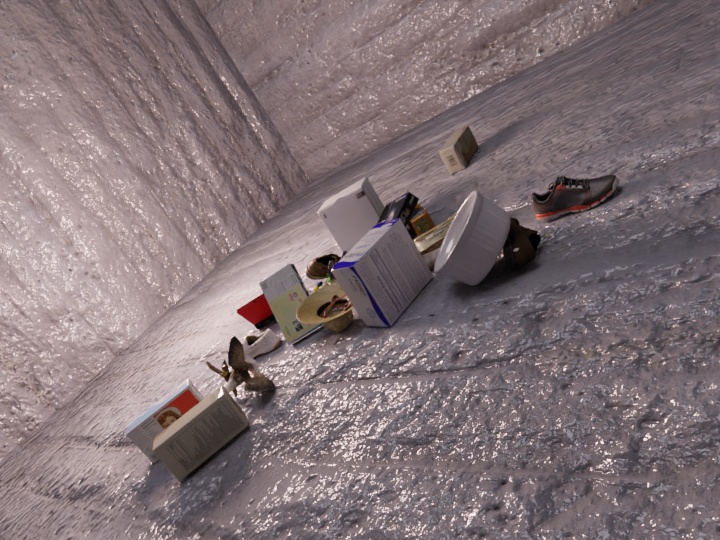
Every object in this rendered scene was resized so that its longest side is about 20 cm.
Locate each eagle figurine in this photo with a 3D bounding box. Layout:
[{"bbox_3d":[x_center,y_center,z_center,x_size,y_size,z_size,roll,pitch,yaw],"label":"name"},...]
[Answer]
[{"bbox_3d":[-0.311,0.268,1.426,0.200,0.150,0.153,-39,46,47],"label":"eagle figurine"}]

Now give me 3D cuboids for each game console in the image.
[{"bbox_3d":[-0.304,0.099,1.870,0.198,0.120,0.173,-30,18,12],"label":"game console"}]

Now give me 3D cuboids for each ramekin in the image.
[{"bbox_3d":[0.250,-0.065,1.208,0.200,0.096,0.203,-154,89,-88],"label":"ramekin"}]

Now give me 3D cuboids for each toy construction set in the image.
[{"bbox_3d":[-0.123,0.075,1.670,0.198,0.093,0.131,-28,16,-18],"label":"toy construction set"}]

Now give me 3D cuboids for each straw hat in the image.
[{"bbox_3d":[-0.067,0.117,1.455,0.198,0.086,0.202,-19,27,10],"label":"straw hat"}]

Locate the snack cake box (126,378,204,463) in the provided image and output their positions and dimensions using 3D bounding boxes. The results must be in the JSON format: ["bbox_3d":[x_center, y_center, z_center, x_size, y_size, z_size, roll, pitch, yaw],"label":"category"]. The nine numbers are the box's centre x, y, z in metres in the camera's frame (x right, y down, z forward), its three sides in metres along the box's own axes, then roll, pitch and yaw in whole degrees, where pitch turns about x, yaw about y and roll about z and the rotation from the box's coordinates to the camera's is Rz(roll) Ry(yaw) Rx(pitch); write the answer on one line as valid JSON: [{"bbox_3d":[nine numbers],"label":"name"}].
[{"bbox_3d":[-0.513,0.405,1.468,0.199,0.116,0.067,-37,18,-10],"label":"snack cake box"}]

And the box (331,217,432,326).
[{"bbox_3d":[0.056,0.006,1.353,0.104,0.185,0.200,-7,31,52],"label":"box"}]

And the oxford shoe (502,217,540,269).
[{"bbox_3d":[0.358,-0.065,1.208,0.083,0.074,0.201,-12,28,17],"label":"oxford shoe"}]

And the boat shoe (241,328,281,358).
[{"bbox_3d":[-0.335,0.229,1.672,0.198,0.070,0.071,-27,20,24],"label":"boat shoe"}]

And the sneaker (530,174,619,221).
[{"bbox_3d":[0.480,-0.180,1.235,0.198,0.082,0.077,-23,21,33],"label":"sneaker"}]

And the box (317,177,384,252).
[{"bbox_3d":[-0.016,-0.195,1.976,0.197,0.202,0.131,-26,17,21],"label":"box"}]

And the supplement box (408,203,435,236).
[{"bbox_3d":[0.185,-0.167,1.760,0.068,0.067,0.200,-30,19,6],"label":"supplement box"}]

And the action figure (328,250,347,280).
[{"bbox_3d":[0.000,0.000,1.542,0.129,0.071,0.199,-16,-18,35],"label":"action figure"}]

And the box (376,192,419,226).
[{"bbox_3d":[0.103,-0.157,1.770,0.162,0.043,0.200,-64,14,-13],"label":"box"}]

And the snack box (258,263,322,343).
[{"bbox_3d":[-0.202,0.096,1.575,0.115,0.202,0.037,-30,-10,11],"label":"snack box"}]

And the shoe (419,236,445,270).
[{"bbox_3d":[0.224,-0.059,1.434,0.198,0.054,0.070,-32,18,11],"label":"shoe"}]

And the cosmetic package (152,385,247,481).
[{"bbox_3d":[-0.376,0.381,1.280,0.199,0.106,0.071,-36,17,-10],"label":"cosmetic package"}]

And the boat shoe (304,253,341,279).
[{"bbox_3d":[-0.088,-0.016,1.754,0.198,0.072,0.068,-15,-29,-49],"label":"boat shoe"}]

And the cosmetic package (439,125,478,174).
[{"bbox_3d":[0.388,-0.473,2.123,0.070,0.106,0.201,-17,26,39],"label":"cosmetic package"}]

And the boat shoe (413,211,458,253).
[{"bbox_3d":[0.239,-0.117,1.498,0.199,0.063,0.073,-35,-25,1],"label":"boat shoe"}]
